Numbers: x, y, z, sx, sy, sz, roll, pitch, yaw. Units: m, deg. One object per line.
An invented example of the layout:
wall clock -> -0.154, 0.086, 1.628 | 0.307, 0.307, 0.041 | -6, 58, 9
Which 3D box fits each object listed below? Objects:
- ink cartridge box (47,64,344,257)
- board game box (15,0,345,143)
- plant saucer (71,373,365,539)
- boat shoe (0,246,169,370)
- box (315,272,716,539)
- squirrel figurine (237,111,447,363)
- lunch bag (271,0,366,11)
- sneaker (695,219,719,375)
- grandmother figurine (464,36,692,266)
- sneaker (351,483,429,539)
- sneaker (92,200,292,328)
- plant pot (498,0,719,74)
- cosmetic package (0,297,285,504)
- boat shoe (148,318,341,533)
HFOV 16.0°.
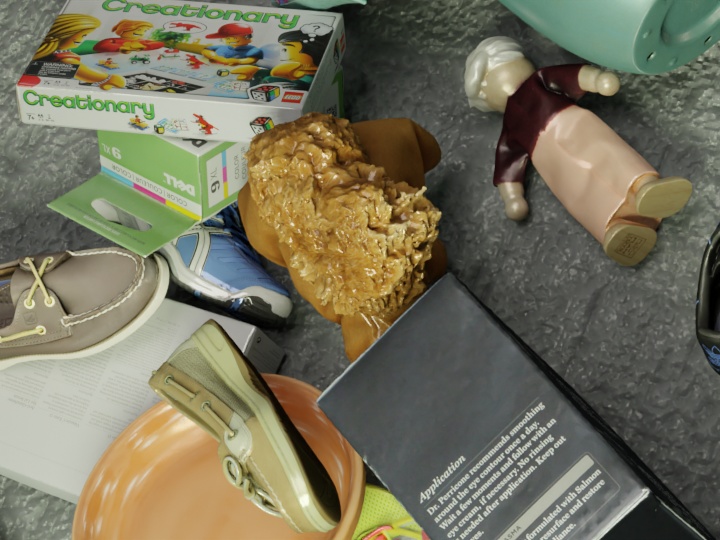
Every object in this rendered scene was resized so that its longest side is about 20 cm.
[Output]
ink cartridge box -> -0.114, -0.095, 1.772 | 0.104, 0.059, 0.200 | 27, 46, 34
board game box -> -0.120, -0.138, 1.751 | 0.199, 0.035, 0.126 | 5, 37, 11
plant saucer -> -0.087, 0.156, 1.636 | 0.199, 0.037, 0.201 | -13, 48, 15
boat shoe -> -0.224, 0.022, 1.765 | 0.199, 0.059, 0.072 | -14, 59, 30
box -> 0.106, 0.134, 1.524 | 0.117, 0.197, 0.200 | -44, 54, 3
squirrel figurine -> 0.000, 0.000, 1.649 | 0.141, 0.200, 0.187 | -21, 71, 6
lunch bag -> 0.014, -0.268, 1.781 | 0.200, 0.122, 0.170 | -60, 20, -12
sneaker -> 0.257, -0.026, 1.595 | 0.070, 0.078, 0.201 | 5, 70, 29
grandmother figurine -> 0.131, -0.086, 1.705 | 0.121, 0.061, 0.200 | -48, 51, 13
sneaker -> 0.025, 0.202, 1.598 | 0.078, 0.090, 0.200 | -40, 53, 7
sneaker -> -0.114, -0.029, 1.791 | 0.200, 0.076, 0.077 | 37, 91, 34
plant pot -> 0.175, -0.225, 1.671 | 0.201, 0.201, 0.161 | -43, 65, 3
cosmetic package -> -0.170, 0.090, 1.778 | 0.200, 0.052, 0.151 | 17, 74, 32
boat shoe -> -0.073, 0.106, 1.599 | 0.063, 0.073, 0.201 | -37, 43, -1
